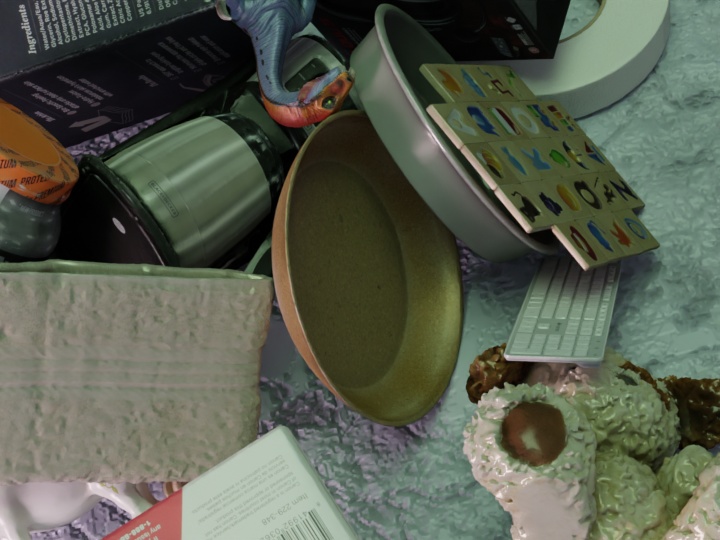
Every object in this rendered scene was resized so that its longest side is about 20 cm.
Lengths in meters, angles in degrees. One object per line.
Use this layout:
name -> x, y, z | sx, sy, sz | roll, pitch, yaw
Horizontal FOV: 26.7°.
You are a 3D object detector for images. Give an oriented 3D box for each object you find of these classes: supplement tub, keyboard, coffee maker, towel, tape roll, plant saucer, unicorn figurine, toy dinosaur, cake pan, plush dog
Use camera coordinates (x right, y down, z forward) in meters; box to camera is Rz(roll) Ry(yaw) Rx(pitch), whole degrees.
supplement tub -> -0.267, -0.007, 0.924 | 0.200, 0.122, 0.123 | -52, 56, 14
keyboard -> 0.130, 0.022, 0.946 | 0.056, 0.011, 0.200 | 7, 18, 11
coffee maker -> -0.106, -0.061, 1.034 | 0.200, 0.135, 0.192 | -36, 22, -31
towel -> -0.153, 0.063, 0.896 | 0.199, 0.133, 0.034 | 3, 12, -20
tape roll -> 0.134, -0.197, 1.151 | 0.202, 0.037, 0.203 | -6, 56, 9
plant saucer -> 0.000, 0.000, 0.960 | 0.035, 0.200, 0.201 | -10, 51, 33
unicorn figurine -> -0.196, 0.145, 0.939 | 0.199, 0.074, 0.138 | -17, 80, -21
toy dinosaur -> -0.044, -0.182, 0.977 | 0.105, 0.200, 0.182 | -2, 94, -1
cake pan -> 0.061, -0.086, 1.007 | 0.037, 0.200, 0.201 | -35, 52, 18
plush dog -> 0.144, 0.115, 0.895 | 0.199, 0.161, 0.172 | 14, 40, -5

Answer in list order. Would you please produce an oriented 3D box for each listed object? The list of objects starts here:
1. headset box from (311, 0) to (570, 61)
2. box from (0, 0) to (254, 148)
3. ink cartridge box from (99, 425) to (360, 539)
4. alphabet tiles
headset box -> 0.029, -0.216, 1.067 | 0.199, 0.149, 0.077 | 3, 66, 34
box -> -0.176, -0.183, 1.074 | 0.199, 0.197, 0.118 | -18, 82, 9
ink cartridge box -> -0.049, 0.213, 0.849 | 0.147, 0.086, 0.200 | -30, 72, -10
alphabet tiles -> 0.119, -0.071, 0.983 | 0.006, 0.200, 0.167 | -45, 74, 26
